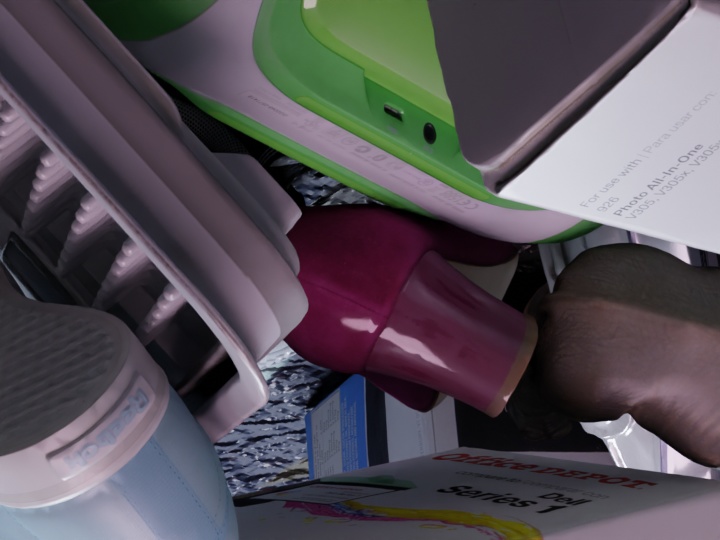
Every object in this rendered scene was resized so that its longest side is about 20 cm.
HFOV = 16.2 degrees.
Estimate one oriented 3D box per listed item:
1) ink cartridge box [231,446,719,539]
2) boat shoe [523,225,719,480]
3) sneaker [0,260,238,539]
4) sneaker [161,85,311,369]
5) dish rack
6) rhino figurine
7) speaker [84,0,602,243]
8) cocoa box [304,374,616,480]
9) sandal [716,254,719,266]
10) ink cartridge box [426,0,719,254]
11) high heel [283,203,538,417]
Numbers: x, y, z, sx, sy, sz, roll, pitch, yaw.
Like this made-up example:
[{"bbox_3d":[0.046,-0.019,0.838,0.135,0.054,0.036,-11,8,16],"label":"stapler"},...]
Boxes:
[{"bbox_3d":[-0.003,0.114,0.759,0.199,0.085,0.144,-9,-174,-33],"label":"ink cartridge box"},{"bbox_3d":[0.089,0.017,0.866,0.065,0.074,0.201,-2,119,15],"label":"boat shoe"},{"bbox_3d":[-0.096,0.051,0.699,0.074,0.200,0.082,-38,114,-14],"label":"sneaker"},{"bbox_3d":[-0.105,-0.004,0.810,0.199,0.076,0.114,-12,151,-8],"label":"sneaker"},{"bbox_3d":[-0.079,-0.032,0.663,0.044,0.172,0.200,-42,180,-13],"label":"dish rack"},{"bbox_3d":[0.142,0.040,0.762,0.199,0.060,0.088,14,160,9],"label":"rhino figurine"},{"bbox_3d":[0.004,-0.071,0.705,0.088,0.089,0.200,-27,147,29],"label":"speaker"},{"bbox_3d":[0.093,0.101,0.982,0.199,0.134,0.131,2,160,-22],"label":"cocoa box"},{"bbox_3d":[0.157,-0.024,0.884,0.076,0.043,0.200,14,144,-37],"label":"sandal"},{"bbox_3d":[0.115,-0.079,0.661,0.199,0.146,0.088,11,141,-33],"label":"ink cartridge box"},{"bbox_3d":[0.000,0.000,0.808,0.096,0.068,0.200,28,177,-5],"label":"high heel"}]
